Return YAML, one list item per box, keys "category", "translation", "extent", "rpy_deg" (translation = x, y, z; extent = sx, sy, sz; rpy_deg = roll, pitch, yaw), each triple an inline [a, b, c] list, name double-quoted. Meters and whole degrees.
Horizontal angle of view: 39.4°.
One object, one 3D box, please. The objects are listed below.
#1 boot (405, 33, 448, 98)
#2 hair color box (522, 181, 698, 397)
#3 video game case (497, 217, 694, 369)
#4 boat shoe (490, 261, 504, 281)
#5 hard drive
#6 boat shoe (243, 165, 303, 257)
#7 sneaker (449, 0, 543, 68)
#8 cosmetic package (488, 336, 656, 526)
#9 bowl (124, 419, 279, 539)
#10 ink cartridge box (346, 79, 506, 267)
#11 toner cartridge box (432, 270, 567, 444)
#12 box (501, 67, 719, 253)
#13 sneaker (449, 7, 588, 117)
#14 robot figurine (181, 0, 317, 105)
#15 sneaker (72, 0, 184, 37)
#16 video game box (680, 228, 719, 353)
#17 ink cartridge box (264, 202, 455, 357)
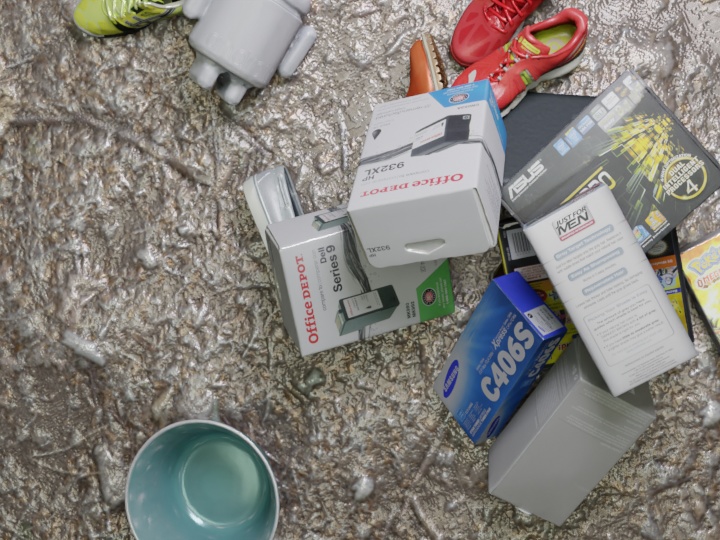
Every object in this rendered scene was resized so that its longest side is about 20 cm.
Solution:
- category: "boot"
  translation: [0.061, -0.186, 1.231]
  extent: [0.106, 0.075, 0.203]
  rpy_deg: [-2, 94, 14]
- category: "hair color box"
  translation: [0.261, 0.019, 1.058]
  extent: [0.098, 0.061, 0.202]
  rpy_deg: [-29, 93, 12]
- category: "video game case"
  translation: [0.269, 0.012, 1.157]
  extent: [0.197, 0.026, 0.183]
  rpy_deg: [-11, 101, 10]
- category: "boat shoe"
  translation: [0.220, -0.012, 1.212]
  extent: [0.075, 0.074, 0.201]
  rpy_deg: [36, 97, 4]
- category: "hard drive"
  translation: [0.251, -0.146, 1.191]
  extent: [0.197, 0.033, 0.141]
  rpy_deg: [6, 64, 8]
- category: "boat shoe"
  translation: [-0.077, -0.037, 1.259]
  extent: [0.071, 0.070, 0.203]
  rpy_deg: [-26, 88, 11]
- category: "sneaker"
  translation: [0.178, -0.328, 1.181]
  extent: [0.078, 0.115, 0.200]
  rpy_deg: [42, 98, 4]
- category: "cosmetic package"
  translation: [0.241, 0.192, 1.173]
  extent: [0.106, 0.091, 0.201]
  rpy_deg: [28, 122, -11]
- category: "bowl"
  translation: [-0.187, 0.280, 1.275]
  extent: [0.198, 0.105, 0.204]
  rpy_deg: [0, 92, 8]
- category: "ink cartridge box"
  translation: [0.077, -0.108, 1.096]
  extent: [0.143, 0.201, 0.084]
  rpy_deg: [-9, 130, 20]
- category: "toner cartridge box"
  translation: [0.158, 0.105, 1.175]
  extent: [0.095, 0.043, 0.201]
  rpy_deg: [53, 140, 29]
- category: "box"
  translation: [0.271, -0.093, 1.095]
  extent: [0.200, 0.049, 0.162]
  rpy_deg: [-42, 87, 13]
- category: "sneaker"
  translation: [0.183, -0.248, 1.178]
  extent: [0.199, 0.085, 0.077]
  rpy_deg: [-35, 74, -10]
- category: "robot figurine"
  translation: [-0.134, -0.305, 1.232]
  extent: [0.168, 0.113, 0.201]
  rpy_deg: [26, 99, -32]
- category: "sneaker"
  translation: [-0.277, -0.348, 1.270]
  extent: [0.197, 0.076, 0.076]
  rpy_deg: [-13, 93, 10]
- category: "video game box"
  translation: [0.498, 0.016, 1.187]
  extent: [0.198, 0.047, 0.184]
  rpy_deg: [-28, 86, 9]
- category: "ink cartridge box"
  translation: [0.000, 0.000, 1.190]
  extent: [0.198, 0.084, 0.148]
  rpy_deg: [-16, 115, -11]
